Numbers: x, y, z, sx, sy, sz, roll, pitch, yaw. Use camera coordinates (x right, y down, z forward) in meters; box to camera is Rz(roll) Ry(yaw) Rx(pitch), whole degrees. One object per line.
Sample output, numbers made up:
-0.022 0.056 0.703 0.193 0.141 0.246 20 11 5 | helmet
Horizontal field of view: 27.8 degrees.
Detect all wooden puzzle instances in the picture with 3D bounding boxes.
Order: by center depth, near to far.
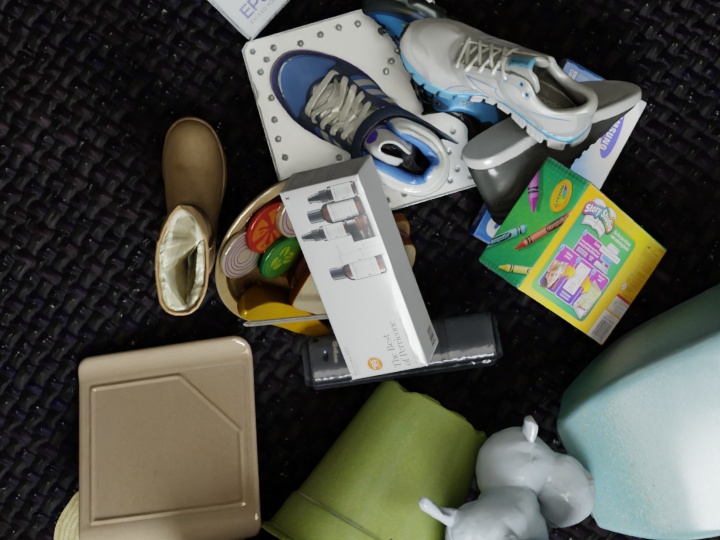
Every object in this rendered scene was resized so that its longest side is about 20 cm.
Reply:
-0.191 0.176 1.450 0.183 0.037 0.202 -9 71 9 | wooden puzzle

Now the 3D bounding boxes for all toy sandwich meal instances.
-0.044 -0.007 1.418 0.204 0.070 0.206 -19 136 -20 | toy sandwich meal

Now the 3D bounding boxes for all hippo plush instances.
0.136 0.236 1.369 0.199 0.161 0.160 26 137 -4 | hippo plush

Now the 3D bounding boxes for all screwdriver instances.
-0.024 0.039 1.408 0.199 0.028 0.029 1 98 -32 | screwdriver

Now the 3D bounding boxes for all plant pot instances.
0.306 0.156 1.438 0.199 0.196 0.198 -23 97 15 | plant pot
0.030 0.217 1.441 0.199 0.200 0.191 29 82 -5 | plant pot

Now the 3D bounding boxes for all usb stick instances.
0.041 0.079 1.434 0.198 0.033 0.056 -8 73 3 | usb stick

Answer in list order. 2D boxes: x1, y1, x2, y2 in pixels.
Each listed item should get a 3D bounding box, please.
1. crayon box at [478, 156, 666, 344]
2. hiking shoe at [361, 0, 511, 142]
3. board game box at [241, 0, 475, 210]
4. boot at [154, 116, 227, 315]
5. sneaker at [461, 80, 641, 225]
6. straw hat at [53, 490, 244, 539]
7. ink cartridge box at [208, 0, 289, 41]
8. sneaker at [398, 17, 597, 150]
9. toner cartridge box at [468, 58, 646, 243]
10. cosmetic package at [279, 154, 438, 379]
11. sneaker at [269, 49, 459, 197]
0.210 -0.015 1.415 0.058 0.200 0.119 37 94 38 | crayon box
0.076 -0.196 1.413 0.199 0.074 0.087 35 85 -11 | hiking shoe
0.002 -0.157 1.467 0.198 0.026 0.202 -16 96 -1 | board game box
-0.161 -0.057 1.381 0.066 0.200 0.177 -3 96 -3 | boot
0.193 -0.112 1.423 0.199 0.071 0.100 -27 124 -17 | sneaker
-0.217 0.294 1.473 0.199 0.085 0.203 0 96 -2 | straw hat
-0.111 -0.365 1.420 0.200 0.041 0.200 43 85 -6 | ink cartridge box
0.131 -0.186 1.331 0.199 0.087 0.075 23 75 -1 | sneaker
0.198 -0.103 1.474 0.094 0.043 0.201 27 94 -6 | toner cartridge box
0.000 0.000 1.349 0.082 0.051 0.201 -12 113 24 | cosmetic package
0.001 -0.144 1.381 0.199 0.146 0.081 37 93 -6 | sneaker
